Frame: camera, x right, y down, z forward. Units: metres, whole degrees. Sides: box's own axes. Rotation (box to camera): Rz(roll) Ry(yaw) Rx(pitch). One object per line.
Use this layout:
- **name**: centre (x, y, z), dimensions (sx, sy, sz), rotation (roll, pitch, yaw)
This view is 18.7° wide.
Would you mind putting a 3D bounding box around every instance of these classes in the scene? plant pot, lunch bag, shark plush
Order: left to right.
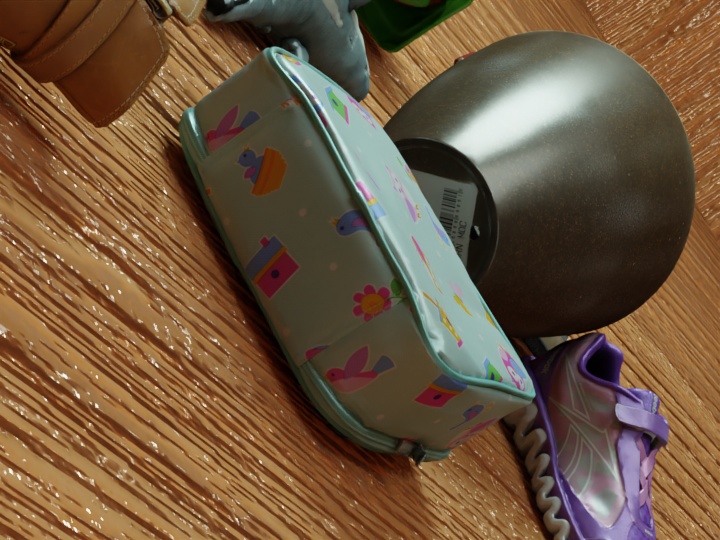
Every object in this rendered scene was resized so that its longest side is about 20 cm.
- **shark plush**: centre (-0.033, -0.150, 1.332), dimensions (0.200, 0.090, 0.084), rotation (4, 84, -80)
- **lunch bag**: centre (0.000, 0.000, 1.059), dimensions (0.201, 0.077, 0.160), rotation (62, 12, 20)
- **plant pot**: centre (0.075, -0.040, 1.257), dimensions (0.188, 0.186, 0.200), rotation (58, 26, 7)

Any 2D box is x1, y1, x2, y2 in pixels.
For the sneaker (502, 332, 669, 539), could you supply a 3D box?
- **sneaker**: centre (0.148, 0.115, 1.305), dimensions (0.080, 0.088, 0.201), rotation (43, 20, -50)

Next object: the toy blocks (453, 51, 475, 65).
- **toy blocks**: centre (0.103, -0.102, 1.683), dimensions (0.136, 0.100, 0.200), rotation (39, 20, -23)

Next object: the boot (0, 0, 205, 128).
- **boot**: centre (-0.108, -0.172, 0.891), dimensions (0.155, 0.076, 0.201), rotation (44, 54, -23)

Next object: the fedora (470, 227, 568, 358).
- **fedora**: centre (0.119, -0.023, 1.466), dimensions (0.201, 0.091, 0.201), rotation (56, 6, -8)

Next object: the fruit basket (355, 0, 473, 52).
- **fruit basket**: centre (-0.004, -0.259, 1.611), dimensions (0.214, 0.155, 0.217), rotation (10, 71, -29)
